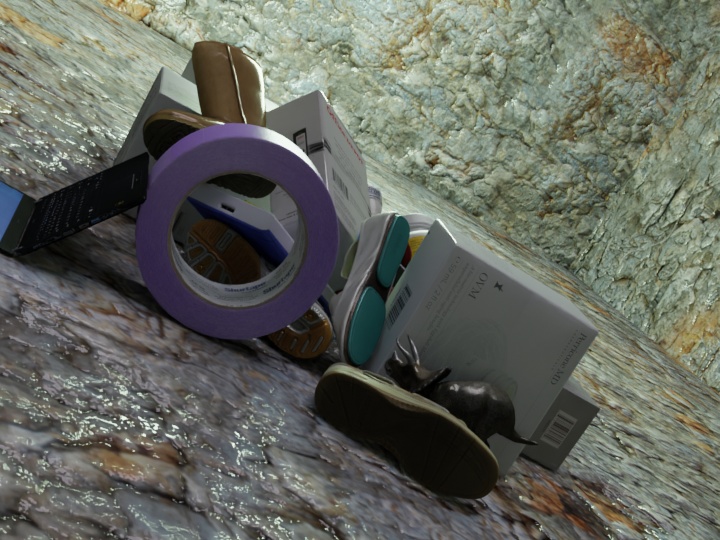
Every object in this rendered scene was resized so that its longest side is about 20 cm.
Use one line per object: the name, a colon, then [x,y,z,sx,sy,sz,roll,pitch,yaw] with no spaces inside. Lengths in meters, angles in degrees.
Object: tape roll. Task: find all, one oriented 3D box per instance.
tape roll: [-0.122,-0.038,0.992,0.198,0.202,0.066,28,12,-18]

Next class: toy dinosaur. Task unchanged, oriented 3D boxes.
toy dinosaur: [0.113,0.153,1.059,0.196,0.104,0.077,19,15,-11]

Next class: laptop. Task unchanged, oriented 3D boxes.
laptop: [-0.310,-0.093,0.952,0.178,0.197,0.105,-118,-175,-67]

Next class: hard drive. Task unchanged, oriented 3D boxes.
hard drive: [-0.108,-0.021,1.161,0.130,0.026,0.201,24,-17,32]

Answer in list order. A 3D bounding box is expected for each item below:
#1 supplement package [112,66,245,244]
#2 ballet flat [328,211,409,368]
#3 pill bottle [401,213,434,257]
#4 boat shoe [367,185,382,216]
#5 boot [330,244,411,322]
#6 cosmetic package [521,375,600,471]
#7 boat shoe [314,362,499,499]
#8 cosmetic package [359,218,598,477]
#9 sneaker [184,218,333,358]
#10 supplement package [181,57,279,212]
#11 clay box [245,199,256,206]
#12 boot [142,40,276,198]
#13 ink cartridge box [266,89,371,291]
supplement package: [-0.222,-0.142,1.281,0.150,0.152,0.200,28,12,-18]
ballet flat: [0.001,0.022,1.140,0.068,0.203,0.070,15,-28,8]
pill bottle: [0.087,0.021,1.356,0.111,0.112,0.202,25,35,-33]
boat shoe: [-0.022,-0.034,1.398,0.070,0.200,0.071,11,56,-24]
boot: [0.000,0.000,1.315,0.072,0.146,0.200,20,15,-39]
cosmetic package: [0.226,0.164,1.349,0.089,0.108,0.200,28,10,-23]
boat shoe: [0.048,0.154,0.996,0.198,0.074,0.063,26,15,3]
cosmetic package: [0.126,0.088,1.146,0.198,0.202,0.123,29,11,-14]
sneaker: [-0.113,0.023,1.119,0.200,0.076,0.088,43,5,2]
supplement package: [-0.192,-0.195,1.539,0.198,0.153,0.151,24,13,-34]
clay box: [-0.129,-0.046,1.372,0.114,0.048,0.200,31,8,-9]
boot: [-0.174,-0.187,1.136,0.174,0.066,0.203,28,37,-39]
ink cartridge box: [-0.048,-0.097,1.253,0.146,0.083,0.203,53,23,-47]
